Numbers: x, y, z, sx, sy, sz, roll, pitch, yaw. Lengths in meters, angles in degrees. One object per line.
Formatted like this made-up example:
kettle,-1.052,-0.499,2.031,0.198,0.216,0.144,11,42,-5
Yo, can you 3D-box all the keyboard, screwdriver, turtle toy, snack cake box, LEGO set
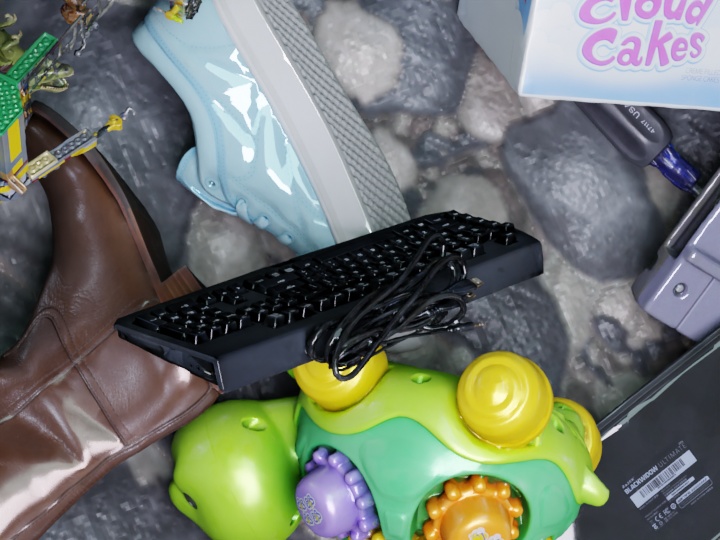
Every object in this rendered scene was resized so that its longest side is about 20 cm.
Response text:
keyboard,0.152,0.115,1.323,0.200,0.021,0.127,-38,95,-4
screwdriver,0.173,-0.030,1.390,0.200,0.028,0.029,43,40,-4
keyboard,0.000,0.000,1.205,0.199,0.104,0.040,-21,121,-41
turtle toy,0.012,0.086,1.254,0.199,0.146,0.102,10,80,19
snack cake box,0.157,-0.125,1.354,0.198,0.115,0.068,2,114,-15
LEGO set,-0.161,-0.098,1.264,0.153,0.116,0.201,20,56,12

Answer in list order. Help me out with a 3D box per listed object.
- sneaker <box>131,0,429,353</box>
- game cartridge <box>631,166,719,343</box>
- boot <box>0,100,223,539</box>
sneaker,-0.038,-0.044,1.324,0.082,0.074,0.201,-26,93,19
game cartridge,0.234,-0.035,1.331,0.129,0.038,0.201,30,105,-19
boot,-0.168,0.041,1.261,0.200,0.064,0.187,-39,54,0
